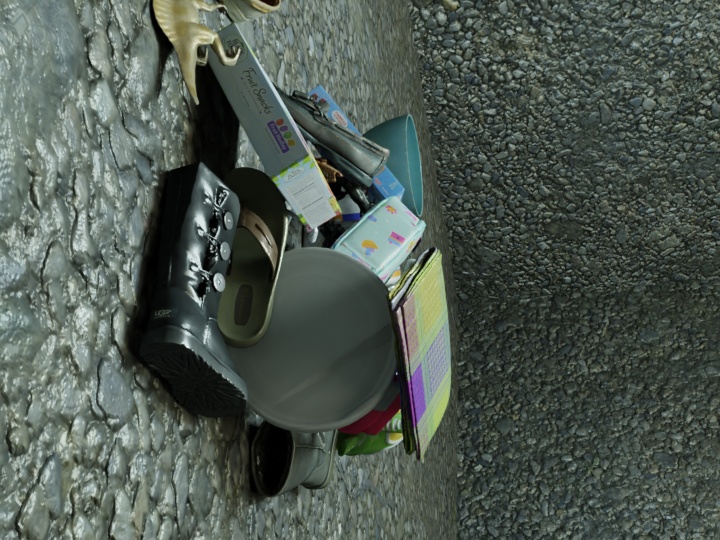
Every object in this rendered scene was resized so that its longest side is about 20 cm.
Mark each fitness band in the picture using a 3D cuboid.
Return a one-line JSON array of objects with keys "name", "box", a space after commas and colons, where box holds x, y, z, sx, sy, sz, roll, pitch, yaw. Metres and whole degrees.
[{"name": "fitness band", "box": [0.018, 0.116, 1.017, 0.200, 0.037, 0.144, -54, -147, 36]}]

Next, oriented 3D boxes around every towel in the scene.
[{"name": "towel", "box": [0.068, 0.087, 0.900, 0.144, 0.023, 0.202, -50, 137, -55]}]

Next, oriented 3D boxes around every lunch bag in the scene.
[{"name": "lunch bag", "box": [0.000, 0.000, 1.097, 0.200, 0.077, 0.161, -44, 170, -45]}]

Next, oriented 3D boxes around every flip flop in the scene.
[{"name": "flip flop", "box": [-0.123, -0.019, 0.876, 0.058, 0.080, 0.202, 88, 6, -71]}]

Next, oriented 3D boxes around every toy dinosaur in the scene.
[{"name": "toy dinosaur", "box": [-0.174, -0.237, 0.827, 0.101, 0.058, 0.202, 17, 59, -62]}, {"name": "toy dinosaur", "box": [-0.053, -0.109, 1.151, 0.136, 0.102, 0.200, 53, 10, -4]}]

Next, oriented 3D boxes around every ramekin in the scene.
[{"name": "ramekin", "box": [-0.051, 0.084, 0.921, 0.094, 0.200, 0.204, 85, 4, -72]}]

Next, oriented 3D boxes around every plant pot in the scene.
[{"name": "plant pot", "box": [0.044, -0.200, 1.630, 0.200, 0.133, 0.202, -6, 90, -79]}]

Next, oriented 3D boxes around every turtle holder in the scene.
[{"name": "turtle holder", "box": [0.021, 0.192, 1.185, 0.185, 0.131, 0.142, -40, -126, 49]}]

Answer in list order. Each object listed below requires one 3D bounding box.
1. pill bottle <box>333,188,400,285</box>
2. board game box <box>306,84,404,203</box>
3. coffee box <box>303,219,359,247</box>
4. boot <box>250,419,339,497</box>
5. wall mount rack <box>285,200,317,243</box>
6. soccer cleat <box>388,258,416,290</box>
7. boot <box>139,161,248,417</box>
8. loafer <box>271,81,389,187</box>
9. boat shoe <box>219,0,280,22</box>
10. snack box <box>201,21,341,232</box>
[{"name": "pill bottle", "box": [0.007, -0.074, 1.454, 0.112, 0.111, 0.202, -32, 116, -77]}, {"name": "board game box", "box": [-0.014, -0.165, 1.237, 0.200, 0.036, 0.151, 51, -10, 8]}, {"name": "coffee box", "box": [-0.027, 0.032, 1.241, 0.080, 0.112, 0.202, 62, 27, -63]}, {"name": "boot", "box": [-0.082, 0.197, 1.043, 0.200, 0.072, 0.184, 40, 43, -64]}, {"name": "wall mount rack", "box": [-0.095, -0.013, 1.045, 0.200, 0.074, 0.175, -65, -179, -66]}, {"name": "soccer cleat", "box": [0.039, 0.074, 1.117, 0.201, 0.068, 0.085, -55, 149, -21]}, {"name": "boot", "box": [-0.148, 0.020, 0.795, 0.165, 0.065, 0.201, 72, 13, -54]}, {"name": "loafer", "box": [-0.048, -0.197, 1.111, 0.200, 0.063, 0.072, 39, 7, -18]}, {"name": "boat shoe", "box": [-0.144, -0.352, 0.939, 0.200, 0.069, 0.074, 30, 56, -76]}, {"name": "snack box", "box": [-0.099, -0.159, 0.922, 0.201, 0.053, 0.142, 61, 0, 24]}]
